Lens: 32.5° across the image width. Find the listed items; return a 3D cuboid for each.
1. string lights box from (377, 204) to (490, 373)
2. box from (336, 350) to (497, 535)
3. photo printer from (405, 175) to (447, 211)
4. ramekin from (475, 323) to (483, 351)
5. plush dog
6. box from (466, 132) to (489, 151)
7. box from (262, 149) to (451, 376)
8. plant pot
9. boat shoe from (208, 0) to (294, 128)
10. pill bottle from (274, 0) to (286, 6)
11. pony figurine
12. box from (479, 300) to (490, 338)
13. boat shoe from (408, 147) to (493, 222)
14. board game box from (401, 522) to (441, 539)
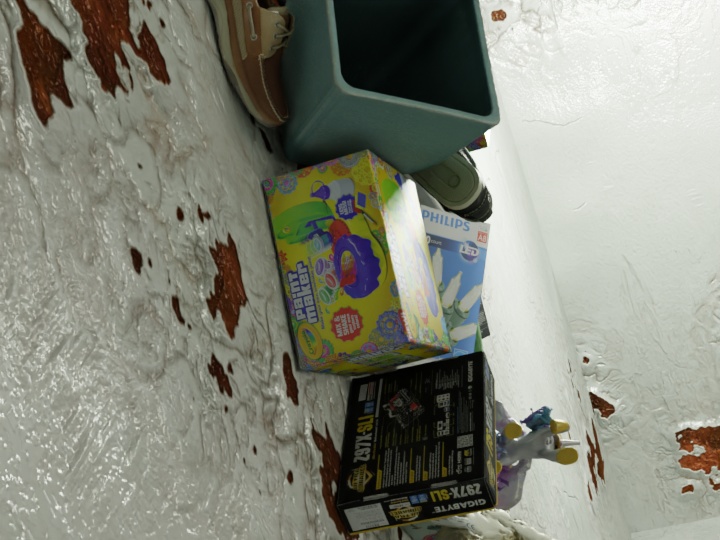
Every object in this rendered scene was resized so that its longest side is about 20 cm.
[{"bbox_3d":[0.088,0.033,1.489,0.059,0.102,0.202,163,-62,-65],"label":"string lights box"},{"bbox_3d":[0.063,0.179,1.316,0.201,0.158,0.050,-84,154,-54],"label":"box"},{"bbox_3d":[0.098,-0.114,1.737,0.167,0.069,0.200,54,4,-11],"label":"photo printer"},{"bbox_3d":[0.090,0.066,1.634,0.200,0.097,0.202,-15,90,-75],"label":"ramekin"},{"bbox_3d":[0.115,0.350,1.384,0.199,0.173,0.160,-5,40,-45],"label":"plush dog"},{"bbox_3d":[0.041,-0.239,1.522,0.122,0.191,0.201,-75,147,-62],"label":"box"},{"bbox_3d":[0.000,0.000,1.320,0.192,0.121,0.202,19,58,-72],"label":"box"},{"bbox_3d":[0.005,-0.204,1.335,0.195,0.200,0.197,8,60,-28],"label":"plant pot"},{"bbox_3d":[-0.104,-0.244,1.252,0.076,0.071,0.201,-60,134,-69],"label":"boat shoe"},{"bbox_3d":[-0.022,-0.338,1.390,0.106,0.198,0.107,-16,90,-77],"label":"pill bottle"},{"bbox_3d":[0.207,0.247,1.689,0.200,0.191,0.168,47,34,-78],"label":"pony figurine"},{"bbox_3d":[0.127,0.044,1.831,0.200,0.078,0.142,-7,86,-75],"label":"box"},{"bbox_3d":[0.083,-0.128,1.409,0.067,0.072,0.200,29,20,-51],"label":"boat shoe"},{"bbox_3d":[0.085,0.254,1.513,0.200,0.064,0.149,53,28,-53],"label":"board game box"}]
